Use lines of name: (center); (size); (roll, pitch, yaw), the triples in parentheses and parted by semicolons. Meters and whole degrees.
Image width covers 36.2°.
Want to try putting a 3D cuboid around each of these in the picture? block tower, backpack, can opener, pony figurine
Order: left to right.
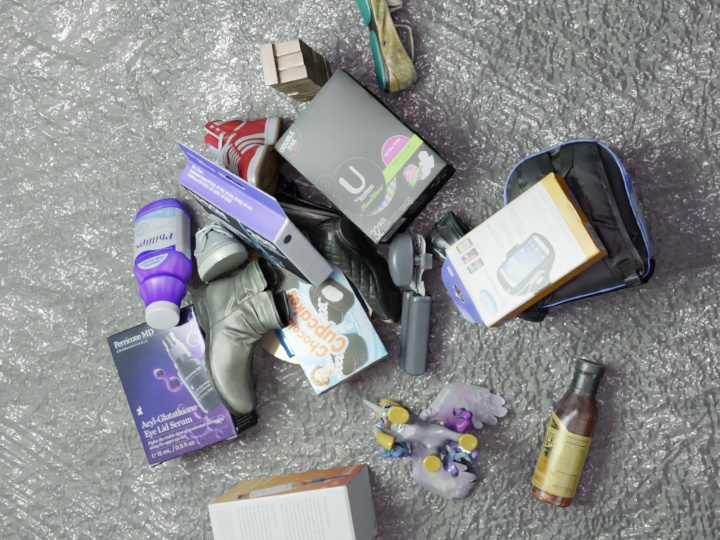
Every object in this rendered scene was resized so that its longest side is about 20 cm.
block tower: (-0.082, -0.270, 1.501); (0.057, 0.200, 0.054); (-11, 90, 12)
can opener: (0.063, 0.046, 1.540); (0.066, 0.053, 0.202); (1, 100, -18)
pony figurine: (0.099, 0.224, 1.506); (0.192, 0.200, 0.168); (21, 89, -5)
backpack: (0.284, -0.063, 1.458); (0.182, 0.147, 0.202); (-16, 86, 17)

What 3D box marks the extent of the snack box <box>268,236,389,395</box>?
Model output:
snack box: (-0.057, 0.060, 1.547); (0.116, 0.037, 0.201); (-30, 80, 2)

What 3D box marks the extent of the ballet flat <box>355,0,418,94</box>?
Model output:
ballet flat: (0.035, -0.349, 1.549); (0.070, 0.071, 0.202); (-16, 88, 12)

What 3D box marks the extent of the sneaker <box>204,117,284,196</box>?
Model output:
sneaker: (-0.171, -0.155, 1.528); (0.111, 0.200, 0.072); (-1, 119, 5)

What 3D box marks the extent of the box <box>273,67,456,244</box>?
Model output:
box: (0.008, -0.155, 1.525); (0.200, 0.124, 0.149); (43, 98, 8)

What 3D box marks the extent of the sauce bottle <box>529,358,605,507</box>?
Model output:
sauce bottle: (0.288, 0.222, 1.513); (0.066, 0.066, 0.202); (17, 93, 11)

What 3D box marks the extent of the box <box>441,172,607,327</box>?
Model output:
box: (0.199, -0.017, 1.396); (0.200, 0.041, 0.120); (-37, 69, 26)

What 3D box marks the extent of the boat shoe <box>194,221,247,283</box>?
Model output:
boat shoe: (-0.206, -0.028, 1.539); (0.070, 0.201, 0.072); (-25, 88, -12)

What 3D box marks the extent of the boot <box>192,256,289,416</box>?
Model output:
boot: (-0.152, 0.091, 1.519); (0.130, 0.068, 0.202); (-21, 80, 28)

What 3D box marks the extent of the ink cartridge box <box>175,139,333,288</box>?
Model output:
ink cartridge box: (-0.150, -0.073, 1.469); (0.198, 0.200, 0.043); (31, 78, 32)

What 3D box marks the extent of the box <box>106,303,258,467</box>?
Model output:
box: (-0.258, 0.161, 1.603); (0.147, 0.104, 0.201); (-21, 88, 12)

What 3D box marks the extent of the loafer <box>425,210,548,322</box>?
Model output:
loafer: (0.181, -0.004, 1.522); (0.200, 0.068, 0.071); (38, 109, 12)

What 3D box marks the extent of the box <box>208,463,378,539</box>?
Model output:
box: (-0.090, 0.350, 1.550); (0.198, 0.152, 0.107); (-10, 89, 11)

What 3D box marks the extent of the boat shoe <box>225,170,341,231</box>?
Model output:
boat shoe: (-0.112, -0.105, 1.574); (0.199, 0.075, 0.063); (18, 77, 20)

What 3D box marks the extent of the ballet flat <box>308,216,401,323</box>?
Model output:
ballet flat: (0.000, 0.000, 1.532); (0.056, 0.067, 0.200); (-14, 128, 31)

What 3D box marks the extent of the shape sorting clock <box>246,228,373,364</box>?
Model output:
shape sorting clock: (-0.076, 0.035, 1.592); (0.198, 0.039, 0.202); (-1, 82, 6)

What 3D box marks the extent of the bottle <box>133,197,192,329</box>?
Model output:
bottle: (-0.282, -0.010, 1.569); (0.083, 0.065, 0.201); (-19, 50, 14)
